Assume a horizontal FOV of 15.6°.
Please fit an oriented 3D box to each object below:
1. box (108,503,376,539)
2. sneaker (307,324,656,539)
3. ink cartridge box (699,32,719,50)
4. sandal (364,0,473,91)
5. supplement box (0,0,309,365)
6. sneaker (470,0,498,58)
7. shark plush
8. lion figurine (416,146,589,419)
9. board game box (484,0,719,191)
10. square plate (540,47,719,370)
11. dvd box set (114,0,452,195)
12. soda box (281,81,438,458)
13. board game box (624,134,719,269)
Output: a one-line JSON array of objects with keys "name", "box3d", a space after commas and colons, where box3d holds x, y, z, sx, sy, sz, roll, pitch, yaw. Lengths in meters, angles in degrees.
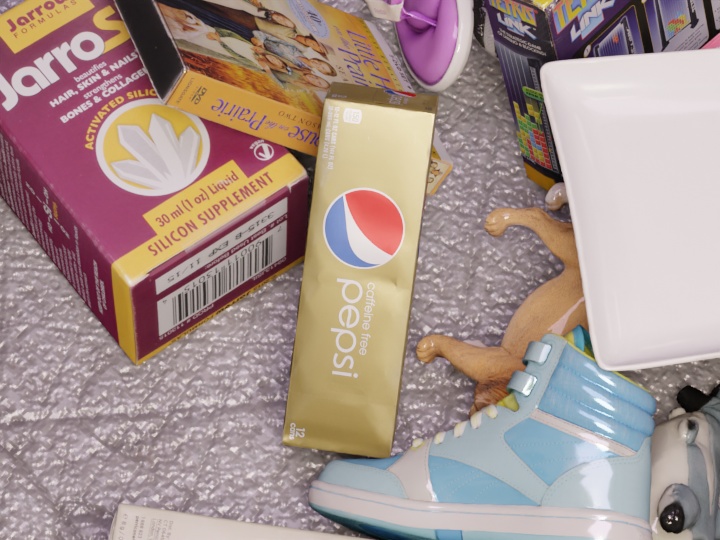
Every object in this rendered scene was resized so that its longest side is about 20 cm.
[{"name": "box", "box3d": [-0.040, 0.184, 1.421, 0.199, 0.082, 0.069, 8, 61, 4]}, {"name": "sneaker", "box3d": [0.072, 0.090, 1.423, 0.199, 0.080, 0.131, 5, 75, 24]}, {"name": "ink cartridge box", "box3d": [0.287, -0.068, 1.557, 0.146, 0.083, 0.200, -39, 79, -26]}, {"name": "sandal", "box3d": [0.022, -0.188, 1.637, 0.050, 0.083, 0.203, 4, 45, -21]}, {"name": "supplement box", "box3d": [-0.138, -0.068, 1.548, 0.131, 0.103, 0.200, -34, 66, -19]}, {"name": "sneaker", "box3d": [0.115, -0.223, 1.636, 0.075, 0.115, 0.201, 13, 89, 15]}, {"name": "shark plush", "box3d": [0.180, 0.131, 1.481, 0.083, 0.091, 0.200, 47, 34, -17]}, {"name": "lion figurine", "box3d": [0.113, 0.030, 1.493, 0.122, 0.072, 0.201, 26, 92, 38]}, {"name": "board game box", "box3d": [0.168, -0.163, 1.577, 0.057, 0.166, 0.200, 28, 60, 38]}, {"name": "square plate", "box3d": [0.209, -0.035, 1.432, 0.199, 0.028, 0.199, -5, 60, -5]}, {"name": "dvd box set", "box3d": [-0.050, -0.123, 1.539, 0.199, 0.029, 0.147, 18, 32, -36]}, {"name": "soda box", "box3d": [0.000, 0.000, 1.470, 0.064, 0.068, 0.201, 7, 103, 2]}, {"name": "board game box", "box3d": [0.220, 0.023, 1.492, 0.034, 0.135, 0.200, -39, 66, 6]}]
